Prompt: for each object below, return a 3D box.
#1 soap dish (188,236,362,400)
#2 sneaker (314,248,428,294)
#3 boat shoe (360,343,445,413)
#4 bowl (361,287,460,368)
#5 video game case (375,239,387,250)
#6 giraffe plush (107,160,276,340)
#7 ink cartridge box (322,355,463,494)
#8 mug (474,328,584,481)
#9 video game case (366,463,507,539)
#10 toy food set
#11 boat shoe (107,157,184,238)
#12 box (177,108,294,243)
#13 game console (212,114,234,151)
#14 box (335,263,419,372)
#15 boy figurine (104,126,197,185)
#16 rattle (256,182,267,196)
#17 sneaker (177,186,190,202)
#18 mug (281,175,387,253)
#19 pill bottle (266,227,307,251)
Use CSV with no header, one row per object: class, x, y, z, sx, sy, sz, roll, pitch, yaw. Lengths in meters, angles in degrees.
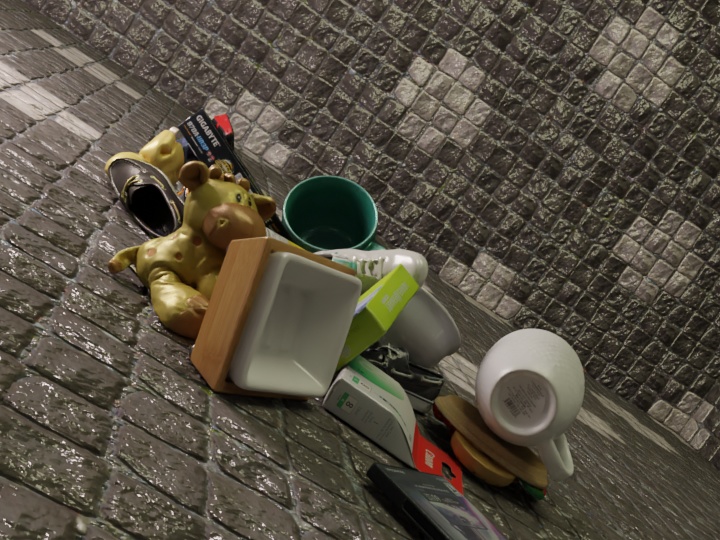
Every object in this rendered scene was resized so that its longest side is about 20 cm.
soap dish,-0.087,0.053,1.044,0.081,0.159,0.200,19,-1,27
sneaker,0.000,0.000,1.375,0.199,0.076,0.088,1,-14,43
boat shoe,0.039,0.134,1.378,0.199,0.068,0.072,29,8,-30
bowl,0.043,0.089,1.473,0.200,0.091,0.202,33,-24,16
video game case,0.053,0.058,1.621,0.143,0.019,0.202,-135,-148,-57
giraffe plush,-0.166,-0.026,1.116,0.199,0.163,0.172,37,8,20
ink cartridge box,0.053,0.185,1.204,0.199,0.050,0.161,33,7,1
mug,0.235,0.185,1.322,0.202,0.147,0.175,67,14,3
video game case,0.109,0.267,0.976,0.200,0.019,0.143,39,8,37
toy food set,0.179,0.244,1.360,0.197,0.049,0.200,33,6,-33
boat shoe,-0.297,-0.101,1.384,0.201,0.072,0.060,41,6,28
box,-0.168,-0.114,1.379,0.160,0.046,0.200,56,-1,22
game console,-0.219,-0.143,1.602,0.031,0.202,0.177,-3,19,-15
box,-0.002,0.068,1.250,0.048,0.122,0.200,50,24,-2
boy figurine,-0.319,-0.163,1.564,0.064,0.125,0.200,27,32,24
rattle,-0.116,-0.094,1.639,0.131,0.141,0.201,-98,176,-56
sneaker,-0.237,-0.099,1.455,0.078,0.078,0.200,-21,22,-25
mug,-0.047,-0.044,1.562,0.115,0.151,0.186,101,-27,-54
pill bottle,-0.132,0.004,1.276,0.199,0.115,0.114,30,8,-29
